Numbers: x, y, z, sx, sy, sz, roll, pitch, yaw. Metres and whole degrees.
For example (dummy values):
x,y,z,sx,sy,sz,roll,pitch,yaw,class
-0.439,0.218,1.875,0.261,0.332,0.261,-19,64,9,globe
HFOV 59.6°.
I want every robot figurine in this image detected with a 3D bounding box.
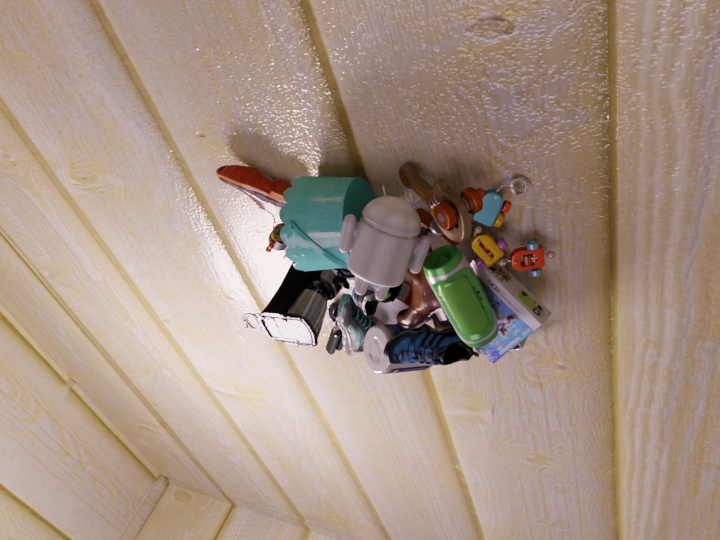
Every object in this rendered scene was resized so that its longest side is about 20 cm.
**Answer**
x,y,z,sx,sy,sz,roll,pitch,yaw,class
0.043,-0.049,1.156,0.167,0.113,0.202,15,108,-12,robot figurine

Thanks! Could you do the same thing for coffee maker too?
x,y,z,sx,sy,sz,roll,pitch,yaw,class
-0.153,0.061,1.503,0.190,0.201,0.136,20,140,8,coffee maker

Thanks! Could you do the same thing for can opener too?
x,y,z,sx,sy,sz,roll,pitch,yaw,class
-0.060,0.155,1.686,0.067,0.052,0.201,53,150,28,can opener

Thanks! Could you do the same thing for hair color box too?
x,y,z,sx,sy,sz,roll,pitch,yaw,class
0.052,0.089,1.517,0.110,0.064,0.201,30,142,-1,hair color box

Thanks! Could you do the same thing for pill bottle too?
x,y,z,sx,sy,sz,roll,pitch,yaw,class
0.115,0.180,1.473,0.198,0.112,0.111,1,158,-35,pill bottle

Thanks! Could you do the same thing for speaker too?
x,y,z,sx,sy,sz,roll,pitch,yaw,class
0.195,0.051,1.207,0.088,0.089,0.201,-9,124,39,speaker

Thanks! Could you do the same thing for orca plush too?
x,y,z,sx,sy,sz,roll,pitch,yaw,class
0.000,0.000,1.387,0.200,0.105,0.071,42,172,6,orca plush

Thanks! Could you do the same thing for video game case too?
x,y,z,sx,sy,sz,roll,pitch,yaw,class
0.262,0.079,1.290,0.181,0.045,0.201,46,144,10,video game case

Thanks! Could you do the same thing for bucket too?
x,y,z,sx,sy,sz,roll,pitch,yaw,class
-0.058,-0.095,1.270,0.133,0.209,0.209,1,135,25,bucket

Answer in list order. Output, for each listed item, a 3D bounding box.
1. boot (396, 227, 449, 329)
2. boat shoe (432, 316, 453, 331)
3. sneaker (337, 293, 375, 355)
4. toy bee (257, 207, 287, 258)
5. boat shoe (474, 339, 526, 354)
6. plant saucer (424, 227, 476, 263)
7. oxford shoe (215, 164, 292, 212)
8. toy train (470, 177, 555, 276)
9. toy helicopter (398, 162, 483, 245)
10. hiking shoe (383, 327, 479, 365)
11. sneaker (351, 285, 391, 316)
x,y,z,sx,sy,sz,roll,pitch,yaw,class
0.106,0.019,1.325,0.188,0.068,0.202,-17,103,58,boot
0.246,0.107,1.407,0.198,0.072,0.072,5,139,38,boat shoe
-0.002,0.127,1.501,0.090,0.078,0.201,1,139,11,sneaker
-0.169,-0.067,1.444,0.198,0.109,0.132,23,144,9,toy bee
0.289,0.160,1.439,0.198,0.066,0.072,-5,132,37,boat shoe
0.204,-0.028,1.308,0.198,0.032,0.202,18,140,15,plant saucer
-0.230,-0.172,1.384,0.198,0.072,0.073,23,131,8,oxford shoe
0.276,-0.079,1.182,0.148,0.056,0.202,-14,114,11,toy train
0.137,-0.125,1.167,0.200,0.078,0.133,50,159,32,toy helicopter
0.148,0.167,1.351,0.197,0.087,0.075,-8,108,-11,hiking shoe
0.048,0.021,1.300,0.083,0.070,0.200,60,139,28,sneaker
